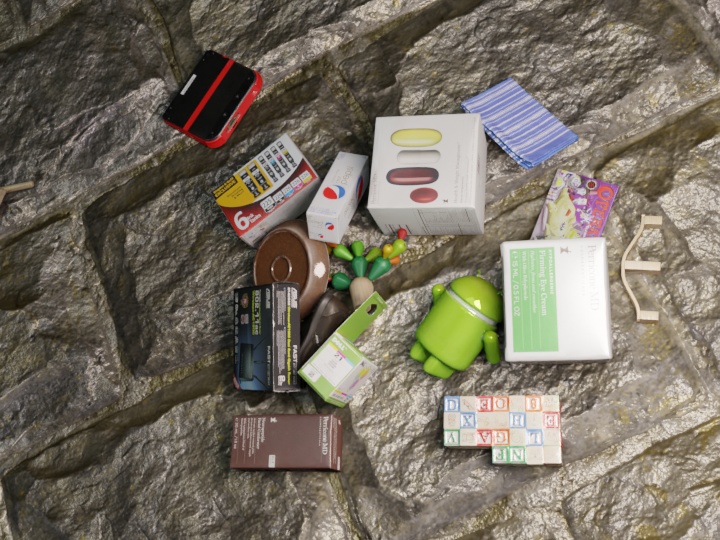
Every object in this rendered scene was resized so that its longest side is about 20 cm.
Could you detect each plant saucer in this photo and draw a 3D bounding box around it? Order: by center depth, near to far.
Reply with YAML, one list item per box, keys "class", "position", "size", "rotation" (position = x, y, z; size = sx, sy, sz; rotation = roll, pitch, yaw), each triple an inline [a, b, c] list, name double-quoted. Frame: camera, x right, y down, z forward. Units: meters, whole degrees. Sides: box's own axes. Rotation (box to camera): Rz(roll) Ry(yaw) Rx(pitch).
- class: "plant saucer"
  position: [-0.146, -0.002, 1.616]
  size: [0.200, 0.034, 0.201]
  rotation: [-5, 81, 39]

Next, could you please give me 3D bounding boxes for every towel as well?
- class: "towel"
  position: [0.307, -0.287, 1.594]
  size: [0.144, 0.024, 0.200]
  rotation: [-31, 65, -24]

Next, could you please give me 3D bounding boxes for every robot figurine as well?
- class: "robot figurine"
  position: [0.177, 0.096, 1.477]
  size: [0.200, 0.115, 0.175]
  rotation: [-55, 46, 9]

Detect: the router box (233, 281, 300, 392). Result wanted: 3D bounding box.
- class: "router box"
  position: [-0.177, 0.126, 1.549]
  size: [0.150, 0.062, 0.201]
  rotation: [-9, 81, 52]

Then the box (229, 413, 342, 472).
- class: "box"
  position: [-0.137, 0.320, 1.533]
  size: [0.199, 0.075, 0.101]
  rotation: [-4, 71, 13]

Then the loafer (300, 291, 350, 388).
- class: "loafer"
  position: [-0.076, 0.142, 1.555]
  size: [0.071, 0.073, 0.201]
  rotation: [23, 103, 1]

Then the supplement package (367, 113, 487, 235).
- class: "supplement package"
  position: [0.132, -0.179, 1.574]
  size: [0.199, 0.147, 0.192]
  rotation: [0, 72, 15]

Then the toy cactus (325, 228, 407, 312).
- class: "toy cactus"
  position: [0.000, 0.000, 1.570]
  size: [0.199, 0.102, 0.166]
  rotation: [-14, 50, 13]

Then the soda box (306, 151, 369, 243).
- class: "soda box"
  position: [-0.041, -0.144, 1.606]
  size: [0.063, 0.068, 0.200]
  rotation: [11, 46, 15]

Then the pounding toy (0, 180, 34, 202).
- class: "pounding toy"
  position: [-0.895, -0.162, 1.892]
  size: [0.184, 0.142, 0.201]
  rotation: [28, 93, 23]

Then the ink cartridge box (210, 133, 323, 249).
- class: "ink cartridge box"
  position: [-0.197, -0.177, 1.704]
  size: [0.200, 0.084, 0.176]
  rotation: [-38, 66, 3]

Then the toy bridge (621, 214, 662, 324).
- class: "toy bridge"
  position: [0.500, -0.006, 1.475]
  size: [0.067, 0.027, 0.201]
  rotation: [2, 73, 18]

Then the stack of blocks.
- class: "stack of blocks"
  position: [0.248, 0.279, 1.440]
  size: [0.199, 0.059, 0.116]
  rotation: [-2, 72, 15]

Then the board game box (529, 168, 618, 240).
- class: "board game box"
  position: [0.388, -0.081, 1.533]
  size: [0.120, 0.032, 0.201]
  rotation: [20, 79, 17]

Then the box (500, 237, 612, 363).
- class: "box"
  position: [0.332, 0.057, 1.396]
  size: [0.170, 0.200, 0.200]
  rotation: [-3, 83, 15]

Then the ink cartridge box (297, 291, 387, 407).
- class: "ink cartridge box"
  position: [-0.006, 0.146, 1.506]
  size: [0.076, 0.148, 0.200]
  rotation: [43, 88, 17]

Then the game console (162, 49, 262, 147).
- class: "game console"
  position: [-0.327, -0.382, 1.842]
  size: [0.176, 0.031, 0.200]
  rotation: [29, 82, 27]
